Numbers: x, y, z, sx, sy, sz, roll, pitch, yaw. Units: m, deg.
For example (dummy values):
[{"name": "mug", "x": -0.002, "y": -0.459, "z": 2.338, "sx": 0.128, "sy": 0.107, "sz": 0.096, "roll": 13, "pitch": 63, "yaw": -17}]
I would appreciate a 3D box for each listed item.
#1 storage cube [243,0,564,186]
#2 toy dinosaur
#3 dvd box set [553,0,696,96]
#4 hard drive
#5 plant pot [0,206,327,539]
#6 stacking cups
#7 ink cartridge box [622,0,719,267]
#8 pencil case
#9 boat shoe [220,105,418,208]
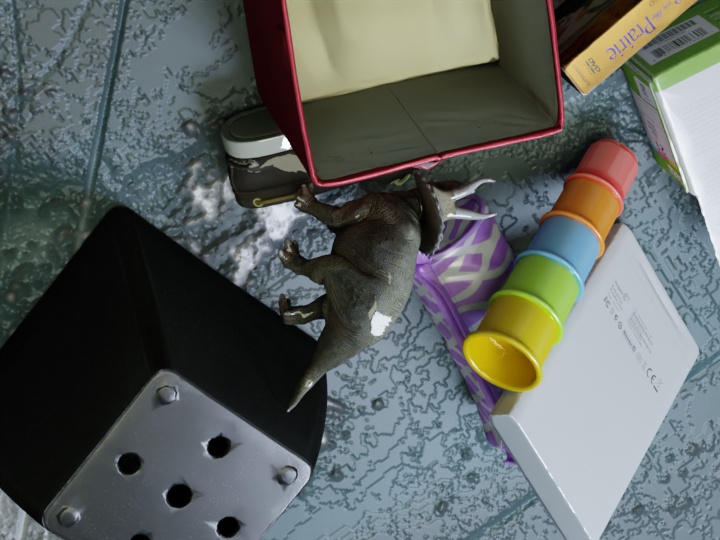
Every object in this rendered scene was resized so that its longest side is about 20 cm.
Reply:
[{"name": "storage cube", "x": 0.017, "y": -0.179, "z": 1.411, "sx": 0.170, "sy": 0.180, "sz": 0.202, "roll": -13, "pitch": 115, "yaw": -9}, {"name": "toy dinosaur", "x": 0.000, "y": 0.000, "z": 1.453, "sx": 0.201, "sy": 0.102, "sz": 0.077, "roll": -61, "pitch": 146, "yaw": -21}, {"name": "dvd box set", "x": 0.197, "y": -0.209, "z": 1.466, "sx": 0.200, "sy": 0.146, "sz": 0.029, "roll": -40, "pitch": 114, "yaw": 4}, {"name": "hard drive", "x": 0.172, "y": 0.081, "z": 1.575, "sx": 0.132, "sy": 0.027, "sz": 0.200, "roll": 57, "pitch": 48, "yaw": -27}, {"name": "plant pot", "x": -0.139, "y": 0.114, "z": 1.491, "sx": 0.199, "sy": 0.178, "sz": 0.200, "roll": 36, "pitch": 100, "yaw": -24}, {"name": "stacking cups", "x": 0.135, "y": -0.010, "z": 1.528, "sx": 0.061, "sy": 0.060, "sz": 0.201, "roll": 47, "pitch": 53, "yaw": -26}, {"name": "ink cartridge box", "x": 0.289, "y": -0.096, "z": 1.576, "sx": 0.147, "sy": 0.076, "sz": 0.201, "roll": -26, "pitch": 117, "yaw": -4}, {"name": "pencil case", "x": 0.089, "y": 0.042, "z": 1.572, "sx": 0.086, "sy": 0.083, "sz": 0.201, "roll": -50, "pitch": 122, "yaw": -38}, {"name": "boat shoe", "x": 0.006, "y": -0.089, "z": 1.508, "sx": 0.199, "sy": 0.072, "sz": 0.061, "roll": -10, "pitch": 119, "yaw": -4}]
